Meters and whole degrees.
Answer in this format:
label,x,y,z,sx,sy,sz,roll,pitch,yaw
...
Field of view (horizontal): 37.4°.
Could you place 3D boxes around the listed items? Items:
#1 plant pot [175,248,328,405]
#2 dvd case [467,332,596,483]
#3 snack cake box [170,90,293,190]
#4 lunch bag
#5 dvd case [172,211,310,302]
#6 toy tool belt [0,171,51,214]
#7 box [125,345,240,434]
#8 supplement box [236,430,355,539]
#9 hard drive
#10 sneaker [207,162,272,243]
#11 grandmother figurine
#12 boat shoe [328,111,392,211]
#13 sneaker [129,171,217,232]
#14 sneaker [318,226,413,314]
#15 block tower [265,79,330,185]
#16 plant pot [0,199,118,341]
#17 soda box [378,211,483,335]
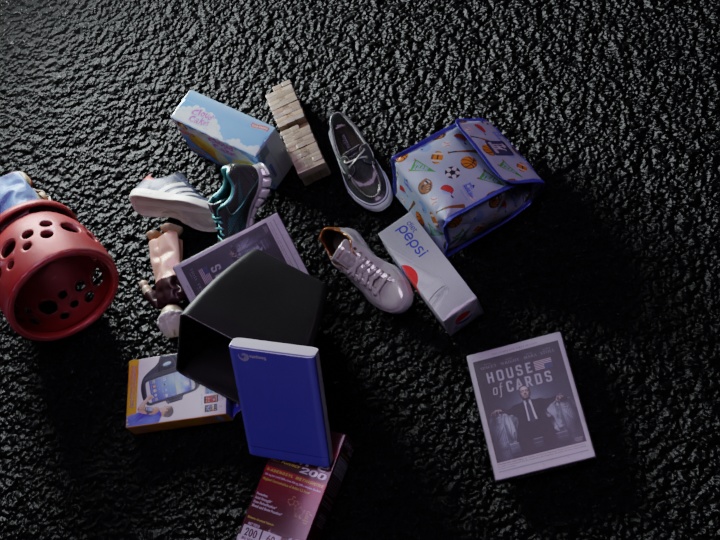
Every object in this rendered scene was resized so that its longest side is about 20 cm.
label,x,y,z,sx,sy,sz,roll,pitch,yaw
plant pot,-0.153,0.091,1.650,0.199,0.200,0.178,27,58,5
dvd case,0.251,0.202,1.580,0.149,0.025,0.201,-15,62,8
snack cake box,-0.227,-0.231,1.887,0.199,0.115,0.067,26,73,26
lunch bag,0.175,-0.150,1.733,0.199,0.124,0.170,-27,60,-14
dvd case,-0.191,0.015,1.769,0.199,0.025,0.151,-28,90,1
toy tool belt,-0.636,-0.122,1.946,0.124,0.123,0.201,-23,60,4
box,-0.284,0.194,1.738,0.199,0.042,0.120,-11,62,13
supplement box,-0.095,0.334,1.602,0.108,0.061,0.201,13,68,21
hard drive,-0.113,0.193,1.538,0.131,0.201,0.025,6,33,19
sneaker,-0.223,-0.094,1.797,0.077,0.091,0.201,32,108,50
grandmother figurine,-0.327,0.020,1.829,0.121,0.060,0.201,-27,59,34
boat shoe,-0.011,-0.188,1.828,0.072,0.071,0.201,-31,61,-1
sneaker,-0.308,-0.131,1.889,0.199,0.075,0.085,15,51,13
sneaker,0.000,0.000,1.717,0.200,0.084,0.073,43,108,33
block tower,-0.112,-0.243,1.895,0.054,0.058,0.201,-24,59,3
plant pot,-0.541,-0.011,1.822,0.200,0.201,0.183,-38,58,-5
soda box,0.111,0.004,1.703,0.068,0.063,0.200,-34,60,-2
